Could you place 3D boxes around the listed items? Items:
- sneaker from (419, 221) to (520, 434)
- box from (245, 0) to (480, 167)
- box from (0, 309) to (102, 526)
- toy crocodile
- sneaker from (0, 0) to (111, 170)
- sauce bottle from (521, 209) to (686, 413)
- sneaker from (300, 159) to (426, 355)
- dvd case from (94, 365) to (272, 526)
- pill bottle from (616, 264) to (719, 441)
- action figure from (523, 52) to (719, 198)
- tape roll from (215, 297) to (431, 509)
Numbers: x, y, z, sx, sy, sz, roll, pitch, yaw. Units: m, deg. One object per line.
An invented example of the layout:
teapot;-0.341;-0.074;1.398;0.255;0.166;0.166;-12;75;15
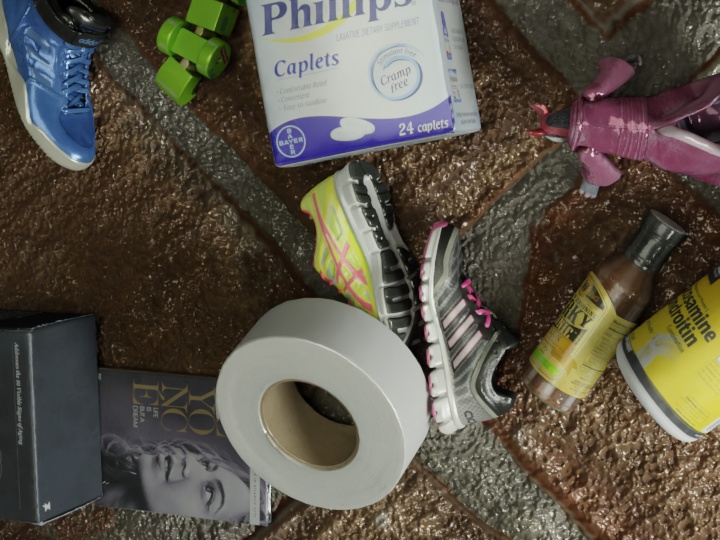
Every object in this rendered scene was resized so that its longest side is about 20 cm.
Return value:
sneaker;0.105;0.051;1.473;0.087;0.074;0.201;-6;91;11
box;0.000;-0.211;1.459;0.183;0.105;0.201;-9;93;19
box;-0.384;0.145;1.621;0.196;0.124;0.201;2;97;25
toy crocodile;-0.142;-0.255;1.531;0.067;0.062;0.201;29;100;20
sneaker;-0.293;-0.209;1.575;0.111;0.077;0.201;-26;81;30
sauce bottle;0.224;0.035;1.433;0.065;0.065;0.200;36;105;12
sneaker;0.000;0.000;1.507;0.090;0.078;0.201;-18;87;31
dvd case;-0.185;0.180;1.618;0.199;0.016;0.150;3;97;19
pill bottle;0.331;0.052;1.370;0.200;0.112;0.112;-40;83;19
action figure;0.243;-0.118;1.370;0.199;0.149;0.135;1;103;5
tape roll;-0.036;0.128;1.490;0.202;0.071;0.203;14;127;19
